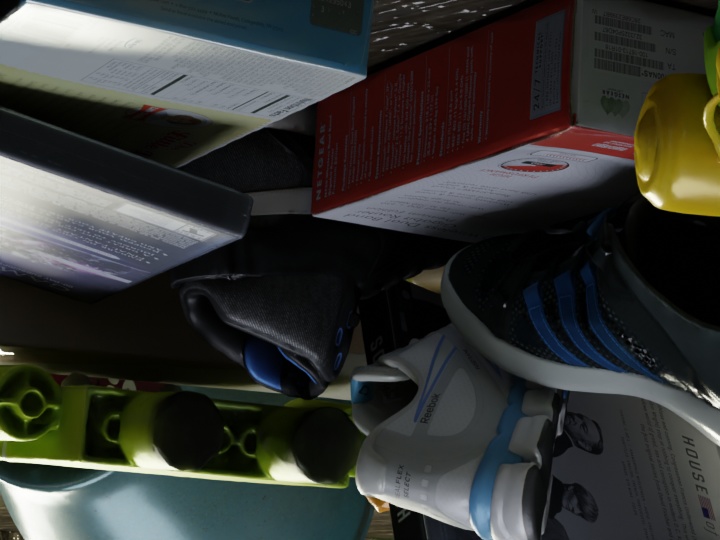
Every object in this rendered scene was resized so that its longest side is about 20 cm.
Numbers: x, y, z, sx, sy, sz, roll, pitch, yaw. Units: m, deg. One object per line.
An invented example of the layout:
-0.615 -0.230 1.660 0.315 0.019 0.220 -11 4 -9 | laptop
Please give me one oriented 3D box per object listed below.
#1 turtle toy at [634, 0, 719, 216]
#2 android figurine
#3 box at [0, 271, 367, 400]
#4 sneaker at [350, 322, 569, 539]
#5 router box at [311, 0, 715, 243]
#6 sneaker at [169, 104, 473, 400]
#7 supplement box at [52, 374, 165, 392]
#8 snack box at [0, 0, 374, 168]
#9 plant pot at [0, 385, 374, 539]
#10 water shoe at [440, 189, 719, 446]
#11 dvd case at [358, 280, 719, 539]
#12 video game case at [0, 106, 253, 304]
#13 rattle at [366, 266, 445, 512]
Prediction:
0.147 -0.063 0.635 0.144 0.102 0.200 5 170 -9 | turtle toy
-0.084 0.067 1.019 0.181 0.041 0.200 8 175 -26 | android figurine
-0.085 0.000 1.057 0.198 0.096 0.078 4 170 -15 | box
0.042 0.041 0.955 0.086 0.076 0.200 7 -160 9 | sneaker
0.110 -0.043 0.891 0.199 0.049 0.179 9 168 -28 | router box
0.000 0.000 0.977 0.199 0.113 0.073 11 167 -38 | sneaker
-0.184 0.031 1.199 0.199 0.110 0.061 -5 166 33 | supplement box
-0.090 -0.072 0.821 0.115 0.037 0.200 11 167 -25 | snack box
-0.116 0.089 1.314 0.199 0.201 0.188 -2 153 25 | plant pot
0.102 0.002 0.846 0.071 0.079 0.199 -33 -147 -30 | water shoe
0.091 0.093 1.031 0.199 0.151 0.025 22 133 -33 | dvd case
-0.136 -0.027 0.885 0.142 0.019 0.200 19 167 -18 | video game case
0.079 0.057 1.207 0.129 0.144 0.200 -21 155 18 | rattle
